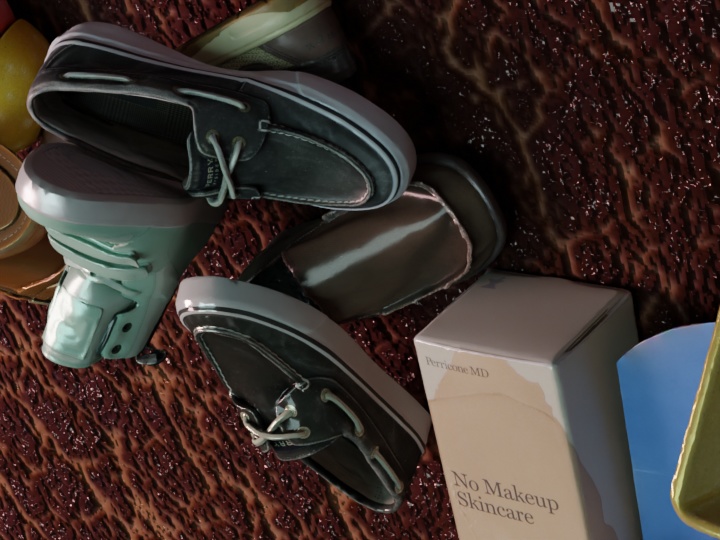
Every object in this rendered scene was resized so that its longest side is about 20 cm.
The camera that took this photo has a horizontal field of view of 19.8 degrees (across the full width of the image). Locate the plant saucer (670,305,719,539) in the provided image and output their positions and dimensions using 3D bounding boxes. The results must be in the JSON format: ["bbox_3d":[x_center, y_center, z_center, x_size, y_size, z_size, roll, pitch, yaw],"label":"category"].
[{"bbox_3d":[0.253,0.044,0.891,0.200,0.048,0.200,20,101,32],"label":"plant saucer"}]

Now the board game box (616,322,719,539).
[{"bbox_3d":[0.214,0.099,1.023,0.158,0.039,0.200,8,127,30],"label":"board game box"}]

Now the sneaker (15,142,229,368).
[{"bbox_3d":[-0.136,0.002,1.077,0.074,0.200,0.118,28,96,15],"label":"sneaker"}]

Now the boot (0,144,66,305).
[{"bbox_3d":[-0.194,-0.020,1.220,0.155,0.074,0.200,24,169,-37],"label":"boot"}]

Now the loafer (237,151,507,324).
[{"bbox_3d":[0.000,0.000,1.111,0.200,0.071,0.073,-28,99,49],"label":"loafer"}]

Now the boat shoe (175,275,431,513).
[{"bbox_3d":[-0.030,0.070,1.125,0.071,0.064,0.200,-7,146,40],"label":"boat shoe"}]

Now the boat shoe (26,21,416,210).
[{"bbox_3d":[-0.074,-0.064,1.043,0.200,0.071,0.072,16,132,9],"label":"boat shoe"}]

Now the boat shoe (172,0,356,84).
[{"bbox_3d":[-0.080,-0.092,1.113,0.200,0.073,0.065,-25,96,48],"label":"boat shoe"}]

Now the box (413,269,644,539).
[{"bbox_3d":[0.102,0.107,1.094,0.095,0.078,0.200,8,124,38],"label":"box"}]

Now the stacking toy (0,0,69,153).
[{"bbox_3d":[-0.226,-0.114,1.209,0.200,0.146,0.146,29,137,0],"label":"stacking toy"}]
